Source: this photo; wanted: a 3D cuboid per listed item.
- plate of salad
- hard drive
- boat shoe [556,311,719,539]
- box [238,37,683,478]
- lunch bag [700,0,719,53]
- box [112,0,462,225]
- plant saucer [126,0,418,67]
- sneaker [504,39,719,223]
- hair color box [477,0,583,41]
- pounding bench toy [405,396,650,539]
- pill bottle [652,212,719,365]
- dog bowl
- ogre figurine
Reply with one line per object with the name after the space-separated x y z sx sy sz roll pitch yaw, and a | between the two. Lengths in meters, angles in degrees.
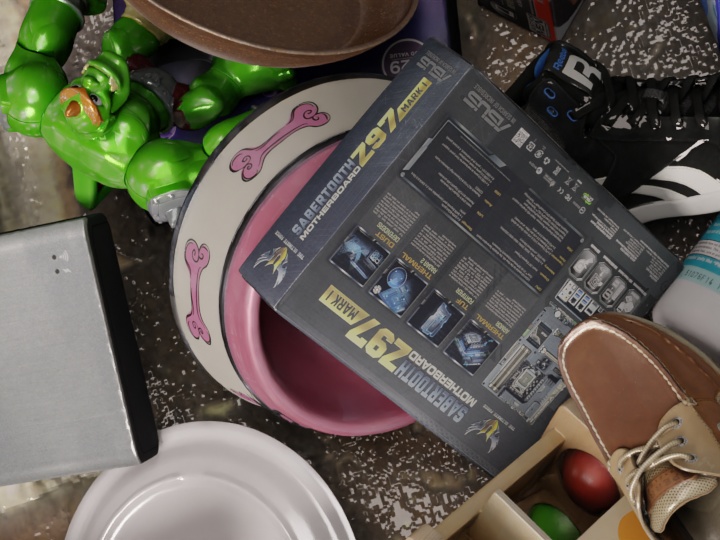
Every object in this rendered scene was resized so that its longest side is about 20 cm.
-0.082 0.186 1.258 0.198 0.048 0.202 -2 85 26 | plate of salad
-0.221 0.054 1.282 0.198 0.033 0.141 -11 96 22 | hard drive
0.163 0.100 1.101 0.076 0.072 0.200 -49 67 22 | boat shoe
0.056 -0.001 1.173 0.158 0.200 0.051 -51 36 2 | box
0.220 -0.194 1.238 0.082 0.200 0.162 -20 72 3 | lunch bag
-0.040 -0.115 1.326 0.198 0.079 0.143 -8 76 7 | box
-0.065 -0.172 1.242 0.199 0.037 0.201 14 41 -12 | plant saucer
0.154 -0.085 1.220 0.199 0.112 0.073 -22 33 39 | sneaker
0.136 -0.245 1.320 0.061 0.102 0.201 28 81 16 | hair color box
0.091 0.191 1.199 0.124 0.201 0.156 42 52 16 | pounding bench toy
0.257 -0.022 1.231 0.110 0.111 0.201 35 83 17 | pill bottle
0.000 0.000 1.220 0.200 0.200 0.074 -42 34 -4 | dog bowl
-0.120 -0.097 1.250 0.200 0.098 0.120 38 66 2 | ogre figurine
